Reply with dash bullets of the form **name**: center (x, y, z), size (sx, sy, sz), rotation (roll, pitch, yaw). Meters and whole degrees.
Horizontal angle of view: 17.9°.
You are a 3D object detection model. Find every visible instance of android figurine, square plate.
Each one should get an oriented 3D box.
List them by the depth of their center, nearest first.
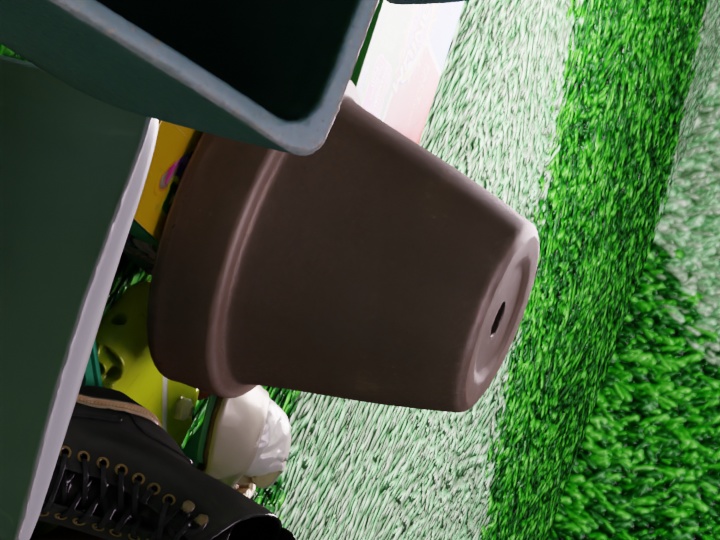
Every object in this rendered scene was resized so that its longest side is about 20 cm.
- **square plate**: center (-0.158, 0.009, 0.961), size (0.028, 0.200, 0.198), rotation (18, 89, -38)
- **android figurine**: center (-0.139, 0.088, 1.361), size (0.200, 0.041, 0.182), rotation (-51, 154, -48)

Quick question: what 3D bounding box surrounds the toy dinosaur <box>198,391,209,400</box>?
- **toy dinosaur**: center (-0.048, -0.038, 1.462), size (0.200, 0.105, 0.182), rotation (-45, 130, -36)

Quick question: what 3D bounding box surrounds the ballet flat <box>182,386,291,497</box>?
- **ballet flat**: center (-0.075, 0.109, 1.451), size (0.200, 0.069, 0.070), rotation (121, -7, -69)

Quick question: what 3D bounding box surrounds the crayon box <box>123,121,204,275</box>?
- **crayon box**: center (-0.094, -0.092, 1.284), size (0.200, 0.058, 0.173), rotation (51, 58, -72)

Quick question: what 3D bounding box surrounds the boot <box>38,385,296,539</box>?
- **boot**: center (-0.134, 0.108, 1.141), size (0.200, 0.138, 0.078), rotation (-1, 116, -53)

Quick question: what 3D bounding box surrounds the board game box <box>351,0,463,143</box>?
- **board game box**: center (0.023, -0.179, 1.625), size (0.200, 0.040, 0.153), rotation (19, 89, -74)

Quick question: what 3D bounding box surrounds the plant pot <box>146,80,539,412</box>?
- **plant pot**: center (0.000, 0.000, 1.286), size (0.200, 0.174, 0.200), rotation (-59, 163, -31)

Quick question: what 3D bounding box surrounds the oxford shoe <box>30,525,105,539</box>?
- **oxford shoe**: center (-0.177, 0.167, 1.220), size (0.200, 0.073, 0.085), rotation (-43, 128, -44)

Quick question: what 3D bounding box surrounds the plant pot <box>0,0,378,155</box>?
- **plant pot**: center (-0.111, -0.171, 0.834), size (0.196, 0.200, 0.196), rotation (30, 74, -40)

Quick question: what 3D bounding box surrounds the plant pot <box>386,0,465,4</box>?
- **plant pot**: center (0.042, -0.241, 1.408), size (0.135, 0.200, 0.200), rotation (-39, 166, 7)

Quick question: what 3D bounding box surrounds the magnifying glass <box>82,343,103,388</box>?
- **magnifying glass**: center (-0.156, 0.064, 1.230), size (0.080, 0.022, 0.200), rotation (-58, 145, -20)
